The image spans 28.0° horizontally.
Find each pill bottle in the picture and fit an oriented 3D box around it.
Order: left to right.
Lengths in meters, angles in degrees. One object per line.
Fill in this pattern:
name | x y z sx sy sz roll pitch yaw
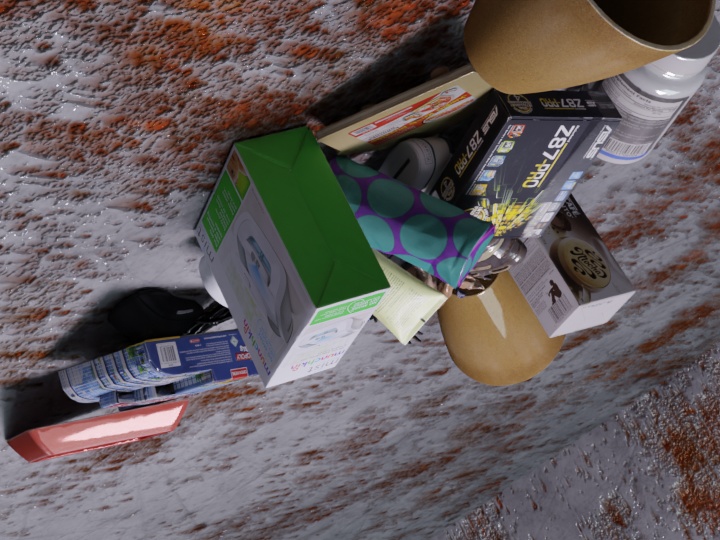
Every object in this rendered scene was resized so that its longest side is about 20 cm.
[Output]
pill bottle | 0.325 -0.220 1.649 0.113 0.114 0.200 -19 158 -25

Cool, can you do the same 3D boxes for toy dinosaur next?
toy dinosaur | 0.070 0.029 1.746 0.135 0.086 0.200 -40 172 4

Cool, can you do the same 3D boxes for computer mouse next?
computer mouse | -0.201 0.052 1.711 0.140 0.046 0.200 -32 160 12

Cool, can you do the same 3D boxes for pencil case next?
pencil case | 0.040 -0.051 1.557 0.086 0.199 0.093 -63 172 -18

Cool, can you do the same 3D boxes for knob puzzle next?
knob puzzle | 0.058 -0.173 1.524 0.218 0.031 0.220 -20 172 -3

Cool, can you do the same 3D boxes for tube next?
tube | 0.000 0.000 1.651 0.058 0.200 0.052 -34 -158 55

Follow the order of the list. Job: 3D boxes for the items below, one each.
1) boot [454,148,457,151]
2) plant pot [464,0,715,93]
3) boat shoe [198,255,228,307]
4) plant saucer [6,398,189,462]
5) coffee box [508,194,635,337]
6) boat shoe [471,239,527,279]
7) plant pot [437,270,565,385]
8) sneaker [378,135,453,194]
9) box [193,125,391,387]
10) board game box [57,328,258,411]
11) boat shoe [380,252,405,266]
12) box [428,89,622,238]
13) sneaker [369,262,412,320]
boot | 0.134 -0.127 1.681 0.165 0.073 0.201 -6 132 -7
plant pot | 0.189 -0.245 1.326 0.185 0.188 0.200 -12 168 -37
boat shoe | -0.103 -0.003 1.656 0.086 0.075 0.202 -30 164 22
plant saucer | -0.327 0.203 1.798 0.198 0.037 0.199 -9 173 -23
coffee box | 0.257 -0.022 1.913 0.112 0.201 0.080 -11 151 -38
boat shoe | 0.145 -0.016 1.844 0.075 0.073 0.200 -60 -163 -13
plant pot | 0.181 0.038 2.031 0.185 0.187 0.200 -30 148 4
sneaker | 0.041 -0.085 1.650 0.070 0.073 0.200 -13 162 -39
box | -0.074 -0.013 1.495 0.096 0.201 0.177 -15 158 -30
board game box | -0.248 0.126 1.714 0.199 0.062 0.199 -20 171 36
boat shoe | 0.024 -0.027 1.783 0.071 0.070 0.200 -48 178 39
box | 0.173 -0.115 1.598 0.160 0.049 0.201 -4 142 -34
sneaker | -0.004 0.037 1.894 0.199 0.071 0.078 -35 166 30
